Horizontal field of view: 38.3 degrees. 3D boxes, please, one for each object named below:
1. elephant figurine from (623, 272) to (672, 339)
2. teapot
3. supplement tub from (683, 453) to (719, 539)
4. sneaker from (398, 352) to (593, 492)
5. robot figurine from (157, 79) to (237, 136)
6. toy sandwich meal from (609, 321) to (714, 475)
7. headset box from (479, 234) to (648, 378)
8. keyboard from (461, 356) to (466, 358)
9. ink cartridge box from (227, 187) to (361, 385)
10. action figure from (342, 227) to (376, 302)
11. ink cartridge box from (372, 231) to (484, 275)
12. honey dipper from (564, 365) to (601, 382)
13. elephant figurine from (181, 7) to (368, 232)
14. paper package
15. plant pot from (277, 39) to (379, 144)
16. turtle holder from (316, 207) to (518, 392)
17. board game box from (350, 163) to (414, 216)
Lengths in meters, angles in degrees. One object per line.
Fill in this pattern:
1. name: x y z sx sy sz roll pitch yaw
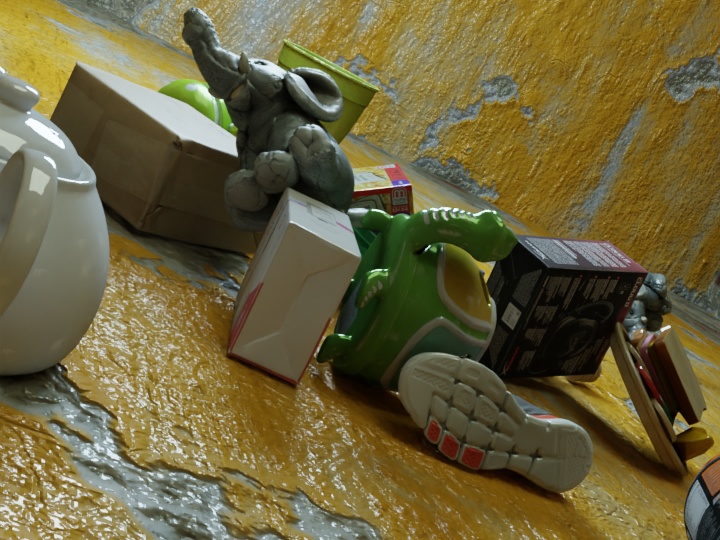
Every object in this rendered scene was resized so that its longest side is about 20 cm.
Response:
1. elephant figurine: 0.473 0.063 1.874 0.154 0.144 0.199 0 9 38
2. teapot: -0.225 -0.042 0.607 0.199 0.147 0.197 31 12 12
3. supplement tub: 0.331 0.219 0.839 0.121 0.124 0.200 29 12 5
4. sneaker: 0.103 0.127 0.874 0.199 0.078 0.082 32 -5 -24
5. robot figurine: -0.201 -0.185 1.378 0.174 0.117 0.199 8 -1 36
6. toy sandwich meal: 0.351 0.137 1.186 0.206 0.070 0.206 56 17 -27
7. headset box: 0.232 0.043 1.209 0.198 0.150 0.077 1 32 -39
8. keyboard: 0.088 0.093 1.038 0.198 0.040 0.104 30 10 12
9. ink cartridge box: -0.058 0.003 0.887 0.067 0.118 0.200 25 10 -9
10. action figure: 0.000 0.000 1.130 0.054 0.120 0.200 -9 -30 26
11. ink cartridge box: 0.056 -0.002 1.295 0.136 0.077 0.199 32 13 22
12. honey dipper: 0.238 0.116 1.314 0.199 0.038 0.038 12 19 -44
13. elephant figurine: -0.080 -0.146 1.003 0.156 0.140 0.202 81 -6 -58
14. paper package: -0.205 -0.114 1.093 0.199 0.104 0.190 34 11 33
15. plant pot: -0.095 -0.295 1.930 0.199 0.195 0.201 26 12 -6
16. turtle holder: 0.052 0.018 0.895 0.130 0.187 0.141 24 10 -13
17. board game box: -0.042 -0.082 1.236 0.197 0.047 0.152 -7 15 -3
